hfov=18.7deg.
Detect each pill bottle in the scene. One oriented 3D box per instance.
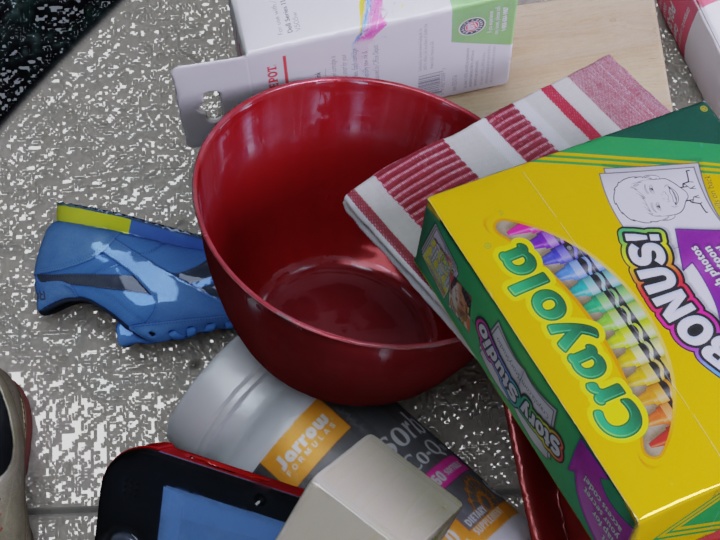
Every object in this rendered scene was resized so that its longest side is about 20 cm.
[{"bbox_3d":[-0.009,0.127,1.247,0.200,0.117,0.116,41,76,12],"label":"pill bottle"}]

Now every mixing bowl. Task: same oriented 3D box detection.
[{"bbox_3d":[0.000,0.000,1.204,0.198,0.109,0.201,6,47,-6],"label":"mixing bowl"}]

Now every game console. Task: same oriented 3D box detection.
[{"bbox_3d":[-0.062,0.198,1.202,0.198,0.031,0.179,16,104,21],"label":"game console"}]

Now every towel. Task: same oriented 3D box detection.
[{"bbox_3d":[0.107,-0.030,1.164,0.199,0.023,0.144,-27,60,-28],"label":"towel"}]

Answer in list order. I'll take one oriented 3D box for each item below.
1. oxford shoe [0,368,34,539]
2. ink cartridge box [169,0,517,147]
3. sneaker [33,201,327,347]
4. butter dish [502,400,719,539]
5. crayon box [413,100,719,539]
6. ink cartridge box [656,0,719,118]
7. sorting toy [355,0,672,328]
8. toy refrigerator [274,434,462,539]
[{"bbox_3d":[-0.223,0.150,1.261,0.070,0.075,0.202,-7,72,-2],"label":"oxford shoe"},{"bbox_3d":[-0.015,-0.140,1.261,0.198,0.117,0.068,-12,70,-4],"label":"ink cartridge box"},{"bbox_3d":[-0.099,0.016,1.316,0.198,0.066,0.079,12,84,5],"label":"sneaker"},{"bbox_3d":[0.180,0.079,1.167,0.197,0.148,0.202,-11,84,1],"label":"butter dish"},{"bbox_3d":[0.148,0.027,1.075,0.171,0.059,0.201,-19,59,-24],"label":"crayon box"},{"bbox_3d":[0.289,-0.122,1.345,0.145,0.083,0.201,-21,72,-7],"label":"ink cartridge box"},{"bbox_3d":[0.092,-0.056,1.331,0.198,0.070,0.201,-6,72,-1],"label":"sorting toy"},{"bbox_3d":[-0.028,0.191,1.129,0.070,0.076,0.201,36,115,12],"label":"toy refrigerator"}]
